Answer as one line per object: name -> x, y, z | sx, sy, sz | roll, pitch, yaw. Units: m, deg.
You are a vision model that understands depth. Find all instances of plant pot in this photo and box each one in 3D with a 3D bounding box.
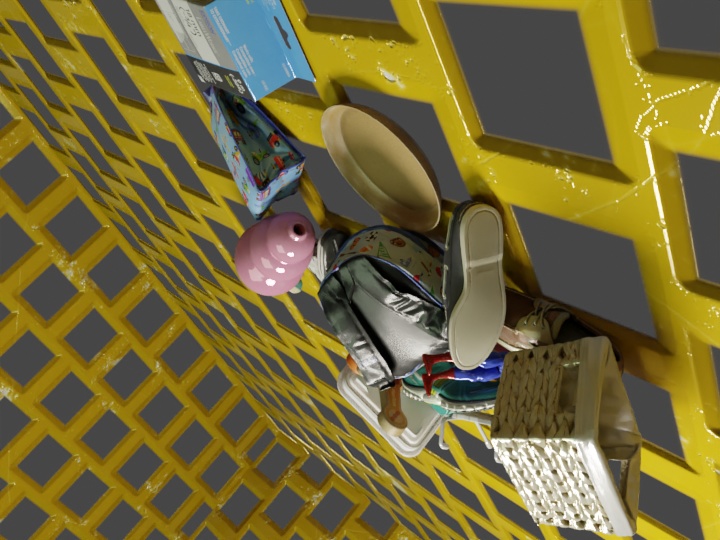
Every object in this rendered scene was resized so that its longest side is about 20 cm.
plant pot -> 0.031, -0.133, 0.994 | 0.199, 0.027, 0.201 | 39, 160, 17

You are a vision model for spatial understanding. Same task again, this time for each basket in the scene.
basket -> 0.236, 0.189, 0.891 | 0.121, 0.137, 0.202 | -6, 133, 29

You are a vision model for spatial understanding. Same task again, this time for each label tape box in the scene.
label tape box -> -0.163, -0.297, 0.998 | 0.198, 0.063, 0.145 | 28, 156, 41

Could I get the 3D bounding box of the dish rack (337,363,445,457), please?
dish rack -> 0.073, 0.209, 1.410 | 0.200, 0.172, 0.044 | 43, 151, 3

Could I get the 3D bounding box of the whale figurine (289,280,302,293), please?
whale figurine -> -0.164, -0.028, 1.552 | 0.159, 0.104, 0.200 | 43, -174, 5

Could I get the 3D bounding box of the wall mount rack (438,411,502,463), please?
wall mount rack -> 0.230, 0.284, 1.351 | 0.197, 0.077, 0.172 | 4, 177, 42

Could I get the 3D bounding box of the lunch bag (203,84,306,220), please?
lunch bag -> -0.184, -0.201, 1.228 | 0.201, 0.093, 0.151 | 53, 164, 4

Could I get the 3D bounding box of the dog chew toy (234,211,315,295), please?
dog chew toy -> -0.132, -0.035, 1.282 | 0.125, 0.125, 0.200 | 45, 151, -5

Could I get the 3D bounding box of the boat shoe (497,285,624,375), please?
boat shoe -> 0.229, 0.069, 0.947 | 0.197, 0.076, 0.074 | 30, 153, 16

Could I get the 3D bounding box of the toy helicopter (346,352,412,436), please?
toy helicopter -> 0.052, 0.184, 1.234 | 0.130, 0.079, 0.202 | 28, -151, -19

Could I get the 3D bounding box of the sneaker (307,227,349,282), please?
sneaker -> -0.072, -0.028, 1.352 | 0.114, 0.076, 0.202 | 35, 161, 20

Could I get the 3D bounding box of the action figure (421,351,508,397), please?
action figure -> 0.183, 0.139, 0.993 | 0.100, 0.195, 0.066 | -107, 9, -45

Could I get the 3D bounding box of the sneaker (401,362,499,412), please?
sneaker -> 0.130, 0.149, 1.092 | 0.076, 0.082, 0.197 | -1, -174, -45

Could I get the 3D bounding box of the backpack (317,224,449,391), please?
backpack -> 0.045, 0.032, 1.062 | 0.190, 0.156, 0.199 | 39, 128, -19

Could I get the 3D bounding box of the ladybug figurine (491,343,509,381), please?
ladybug figurine -> 0.209, 0.149, 1.140 | 0.198, 0.072, 0.137 | 28, 155, 40

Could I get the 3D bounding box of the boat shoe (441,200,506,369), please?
boat shoe -> 0.130, 0.016, 0.939 | 0.063, 0.071, 0.205 | -137, 45, -64

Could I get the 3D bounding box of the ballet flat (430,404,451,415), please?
ballet flat -> 0.103, 0.165, 1.373 | 0.200, 0.070, 0.068 | 44, 136, 19
